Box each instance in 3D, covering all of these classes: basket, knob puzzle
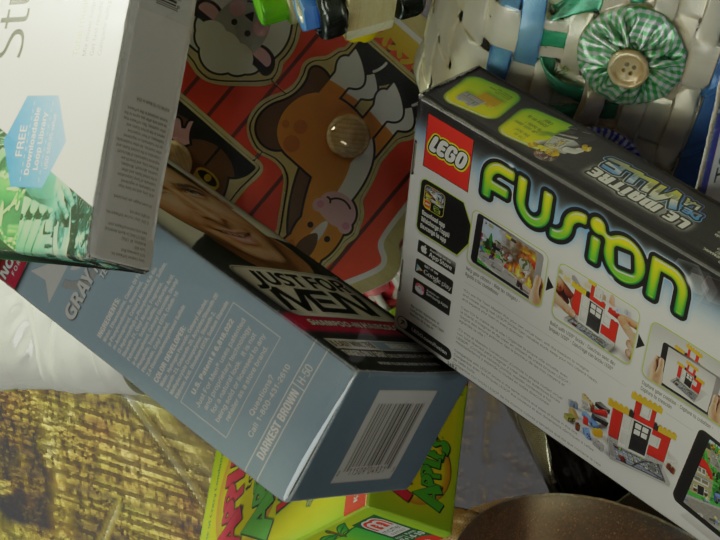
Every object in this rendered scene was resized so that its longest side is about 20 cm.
[{"bbox_3d":[0.129,-0.088,0.716,0.198,0.140,0.177,1,130,-13],"label":"basket"},{"bbox_3d":[-0.059,-0.061,0.815,0.218,0.030,0.222,0,91,-1],"label":"knob puzzle"}]

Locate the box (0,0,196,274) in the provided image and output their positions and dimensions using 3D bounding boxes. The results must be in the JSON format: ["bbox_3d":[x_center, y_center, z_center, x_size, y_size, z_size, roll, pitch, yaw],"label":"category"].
[{"bbox_3d":[-0.146,-0.077,0.697,0.199,0.036,0.146,4,82,42],"label":"box"}]

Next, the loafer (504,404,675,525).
[{"bbox_3d":[0.127,0.116,0.851,0.076,0.067,0.201,-35,84,4],"label":"loafer"}]

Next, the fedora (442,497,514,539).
[{"bbox_3d":[0.064,0.185,0.965,0.199,0.082,0.202,16,130,19],"label":"fedora"}]

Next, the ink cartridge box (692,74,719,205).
[{"bbox_3d":[0.189,-0.033,0.685,0.043,0.199,0.197,51,145,43],"label":"ink cartridge box"}]

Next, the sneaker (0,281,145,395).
[{"bbox_3d":[-0.155,-0.038,0.885,0.115,0.074,0.202,-4,81,28],"label":"sneaker"}]

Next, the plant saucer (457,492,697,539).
[{"bbox_3d":[0.121,0.194,0.842,0.199,0.034,0.201,20,132,24],"label":"plant saucer"}]

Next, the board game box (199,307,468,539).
[{"bbox_3d":[-0.019,0.103,0.906,0.047,0.102,0.200,20,151,-22],"label":"board game box"}]

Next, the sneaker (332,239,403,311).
[{"bbox_3d":[0.000,0.000,0.869,0.199,0.087,0.074,6,125,25],"label":"sneaker"}]

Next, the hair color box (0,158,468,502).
[{"bbox_3d":[-0.064,0.012,0.722,0.199,0.099,0.061,34,102,26],"label":"hair color box"}]

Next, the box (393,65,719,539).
[{"bbox_3d":[0.097,0.020,0.629,0.200,0.035,0.111,35,136,33],"label":"box"}]

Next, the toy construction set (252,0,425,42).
[{"bbox_3d":[-0.020,-0.162,0.693,0.092,0.200,0.132,-21,72,5],"label":"toy construction set"}]
